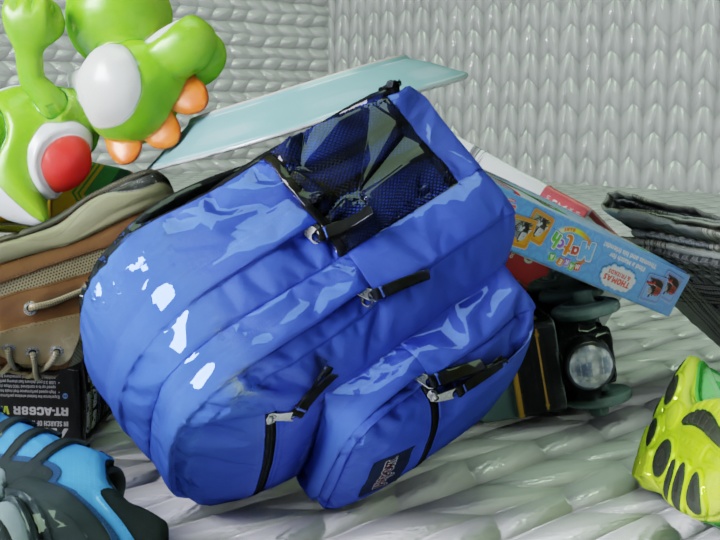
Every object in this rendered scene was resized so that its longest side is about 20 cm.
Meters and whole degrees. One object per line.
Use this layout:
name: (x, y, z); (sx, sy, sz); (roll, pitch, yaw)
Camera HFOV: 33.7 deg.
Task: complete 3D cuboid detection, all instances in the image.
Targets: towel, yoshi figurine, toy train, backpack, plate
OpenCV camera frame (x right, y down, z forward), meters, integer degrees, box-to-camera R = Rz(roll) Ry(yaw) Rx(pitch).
towel: (0.267, 0.025, 0.809); (0.200, 0.035, 0.192); (42, -7, -24)
yoshi figurine: (-0.175, -0.104, 0.675); (0.198, 0.113, 0.113); (-27, 21, 2)
toy train: (0.116, 0.050, 0.822); (0.112, 0.086, 0.200); (-9, 8, 1)
backpack: (-0.028, 0.027, 0.585); (0.199, 0.163, 0.168); (-26, 63, -24)
plate: (-0.034, -0.097, 0.702); (0.198, 0.026, 0.200); (-17, 8, 2)

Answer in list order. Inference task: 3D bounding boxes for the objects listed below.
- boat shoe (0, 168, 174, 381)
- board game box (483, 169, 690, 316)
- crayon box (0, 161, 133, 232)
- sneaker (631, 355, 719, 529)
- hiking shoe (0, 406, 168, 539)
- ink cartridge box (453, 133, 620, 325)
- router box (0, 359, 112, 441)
boat shoe: (-0.170, 0.019, 0.620); (0.199, 0.074, 0.076); (-31, 1, -25)
board game box: (0.099, -0.037, 0.782); (0.198, 0.037, 0.151); (19, 10, -34)
crayon box: (-0.243, -0.051, 0.810); (0.125, 0.052, 0.200); (1, 1, 6)
sneaker: (0.186, 0.096, 0.589); (0.083, 0.075, 0.200); (26, 7, 4)
hiking shoe: (-0.149, 0.100, 0.516); (0.086, 0.075, 0.200); (4, 15, -32)
ink cartridge box: (0.123, -0.038, 1.025); (0.199, 0.084, 0.144); (33, 1, 35)
router box: (-0.253, 0.062, 0.751); (0.197, 0.063, 0.150); (1, 9, 1)
